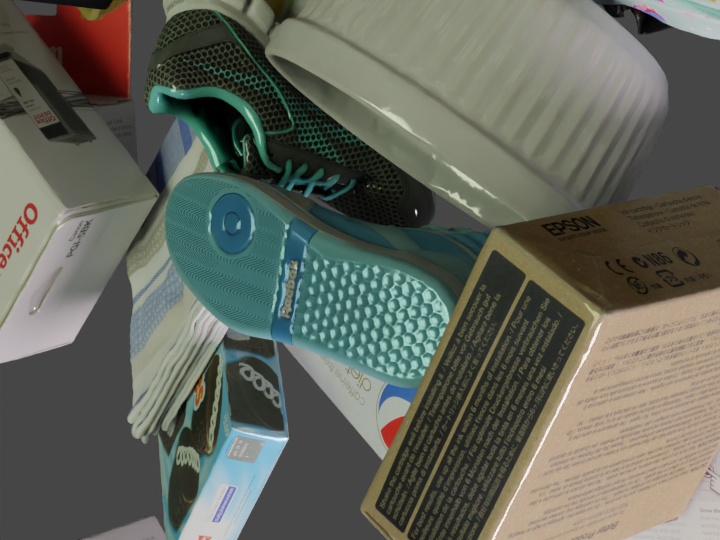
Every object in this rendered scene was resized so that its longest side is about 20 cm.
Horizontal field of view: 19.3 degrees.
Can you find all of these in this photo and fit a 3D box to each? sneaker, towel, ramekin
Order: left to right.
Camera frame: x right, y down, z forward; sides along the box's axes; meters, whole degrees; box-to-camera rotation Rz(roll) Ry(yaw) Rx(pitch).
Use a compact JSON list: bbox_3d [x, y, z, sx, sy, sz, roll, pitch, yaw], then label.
[{"bbox_3d":[-0.105,-0.016,1.248,0.147,0.024,0.201,-56,28,39],"label":"towel"},{"bbox_3d":[-0.044,-0.070,1.175,0.200,0.091,0.077,38,140,-18],"label":"sneaker"},{"bbox_3d":[0.000,0.000,1.126,0.199,0.130,0.080,28,111,29],"label":"sneaker"},{"bbox_3d":[0.061,-0.095,1.064,0.200,0.200,0.105,33,88,30],"label":"ramekin"}]

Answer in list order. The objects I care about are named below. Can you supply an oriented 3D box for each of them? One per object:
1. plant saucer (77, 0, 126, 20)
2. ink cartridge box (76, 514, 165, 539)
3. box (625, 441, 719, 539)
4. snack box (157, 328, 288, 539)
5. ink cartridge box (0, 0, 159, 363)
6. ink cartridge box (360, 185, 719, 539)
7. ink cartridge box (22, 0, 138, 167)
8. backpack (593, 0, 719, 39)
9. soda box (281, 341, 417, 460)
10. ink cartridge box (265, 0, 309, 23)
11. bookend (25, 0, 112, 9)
[{"bbox_3d":[-0.145,-0.269,1.258,0.200,0.048,0.201,-130,50,-57],"label":"plant saucer"},{"bbox_3d":[-0.171,0.291,1.355,0.145,0.147,0.201,-43,70,36],"label":"ink cartridge box"},{"bbox_3d":[0.163,0.077,1.114,0.144,0.036,0.201,-1,98,40],"label":"box"},{"bbox_3d":[-0.086,0.061,1.238,0.201,0.037,0.116,-100,29,-47],"label":"snack box"},{"bbox_3d":[-0.234,-0.063,1.325,0.200,0.083,0.147,52,129,21],"label":"ink cartridge box"},{"bbox_3d":[0.111,0.054,1.000,0.075,0.200,0.165,39,119,28],"label":"ink cartridge box"},{"bbox_3d":[-0.231,-0.114,1.399,0.199,0.045,0.177,7,104,38],"label":"ink cartridge box"},{"bbox_3d":[0.179,-0.174,0.995,0.199,0.126,0.168,25,110,30],"label":"backpack"},{"bbox_3d":[0.030,0.059,1.177,0.200,0.063,0.068,48,129,36],"label":"soda box"},{"bbox_3d":[-0.022,-0.169,1.204,0.104,0.059,0.201,-18,86,40],"label":"ink cartridge box"},{"bbox_3d":[-0.187,-0.224,1.176,0.200,0.092,0.200,143,127,-59],"label":"bookend"}]
